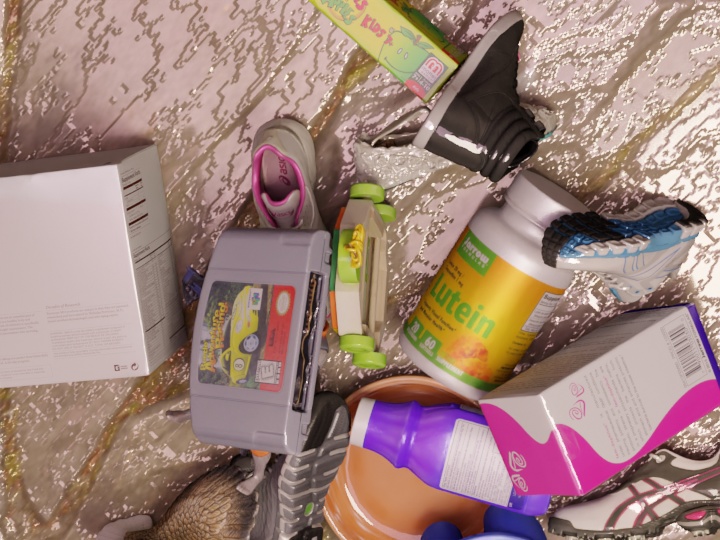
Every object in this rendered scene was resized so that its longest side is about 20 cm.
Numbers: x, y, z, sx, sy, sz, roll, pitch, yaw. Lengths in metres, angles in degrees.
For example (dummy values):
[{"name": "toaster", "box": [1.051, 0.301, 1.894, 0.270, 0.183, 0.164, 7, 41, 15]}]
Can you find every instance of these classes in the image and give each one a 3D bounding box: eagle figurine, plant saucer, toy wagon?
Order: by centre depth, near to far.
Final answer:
[{"name": "toy wagon", "box": [0.000, 0.000, 1.689, 0.039, 0.200, 0.156, 1, 76, 11]}, {"name": "eagle figurine", "box": [-0.186, 0.276, 1.791, 0.150, 0.152, 0.200, 7, 141, -8]}, {"name": "plant saucer", "box": [0.054, 0.197, 1.807, 0.199, 0.037, 0.201, 2, 101, 10]}]

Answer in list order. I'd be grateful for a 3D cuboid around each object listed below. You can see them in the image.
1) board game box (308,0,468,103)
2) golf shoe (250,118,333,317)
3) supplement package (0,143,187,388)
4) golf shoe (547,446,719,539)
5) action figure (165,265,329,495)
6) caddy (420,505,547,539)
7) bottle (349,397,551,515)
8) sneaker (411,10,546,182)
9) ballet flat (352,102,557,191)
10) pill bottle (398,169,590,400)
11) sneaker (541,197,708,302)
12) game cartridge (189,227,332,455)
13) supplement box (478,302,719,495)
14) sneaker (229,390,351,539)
[{"name": "board game box", "box": [0.006, -0.242, 1.693, 0.200, 0.102, 0.048, 41, 105, -1]}, {"name": "golf shoe", "box": [-0.069, -0.041, 1.752, 0.075, 0.092, 0.201, -12, 101, 11]}, {"name": "supplement package", "box": [-0.286, -0.004, 1.765, 0.190, 0.147, 0.201, -5, 100, 10]}, {"name": "golf shoe", "box": [0.276, 0.218, 1.767, 0.199, 0.077, 0.089, -8, 80, 8]}, {"name": "action figure", "box": [-0.102, 0.083, 1.749, 0.194, 0.104, 0.200, -54, 52, 14]}, {"name": "caddy", "box": [0.131, 0.321, 1.758, 0.141, 0.105, 0.201, -20, 117, 5]}, {"name": "bottle", "box": [0.090, 0.169, 1.743, 0.199, 0.065, 0.084, 15, 99, 6]}, {"name": "sneaker", "box": [0.127, -0.151, 1.658, 0.099, 0.200, 0.071, 34, 139, -1]}, {"name": "ballet flat", "box": [0.083, -0.127, 1.716, 0.199, 0.072, 0.072, -18, 98, 11]}, {"name": "pill bottle", "box": [0.130, 0.011, 1.718, 0.111, 0.111, 0.201, 32, 104, 2]}, {"name": "sneaker", "box": [0.238, -0.007, 1.671, 0.075, 0.199, 0.087, 36, 122, 41]}, {"name": "game cartridge", "box": [-0.094, 0.061, 1.657, 0.133, 0.041, 0.201, 1, 81, 43]}, {"name": "supplement box", "box": [0.223, 0.117, 1.676, 0.103, 0.199, 0.102, -11, 103, 57]}, {"name": "sneaker", "box": [-0.082, 0.190, 1.790, 0.115, 0.075, 0.201, 32, 117, 37]}]
